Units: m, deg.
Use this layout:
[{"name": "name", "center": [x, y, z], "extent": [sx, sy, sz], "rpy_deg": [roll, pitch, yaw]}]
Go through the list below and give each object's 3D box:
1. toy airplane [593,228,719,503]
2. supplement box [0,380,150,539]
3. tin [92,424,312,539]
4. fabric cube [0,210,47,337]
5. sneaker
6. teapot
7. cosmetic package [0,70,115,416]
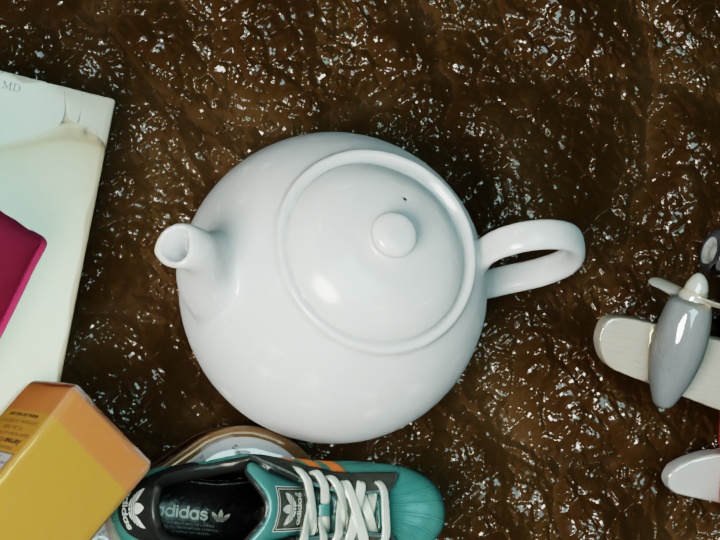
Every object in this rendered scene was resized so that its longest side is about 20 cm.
[{"name": "toy airplane", "center": [0.266, 0.065, 1.163], "extent": [0.200, 0.141, 0.200], "rpy_deg": [-33, 94, -21]}, {"name": "supplement box", "center": [-0.200, 0.151, 0.947], "extent": [0.067, 0.069, 0.200], "rpy_deg": [50, 62, -24]}, {"name": "tin", "center": [-0.105, 0.170, 1.072], "extent": [0.200, 0.042, 0.112], "rpy_deg": [-34, 96, -20]}, {"name": "fabric cube", "center": [-0.304, 0.011, 0.894], "extent": [0.199, 0.199, 0.197], "rpy_deg": [24, 85, 11]}, {"name": "sneaker", "center": [-0.039, 0.139, 1.036], "extent": [0.199, 0.080, 0.072], "rpy_deg": [0, 80, -18]}, {"name": "teapot", "center": [0.000, 0.000, 1.063], "extent": [0.197, 0.146, 0.200], "rpy_deg": [42, 62, -5]}, {"name": "cosmetic package", "center": [-0.210, -0.007, 1.043], "extent": [0.103, 0.073, 0.201], "rpy_deg": [12, 80, -17]}]
